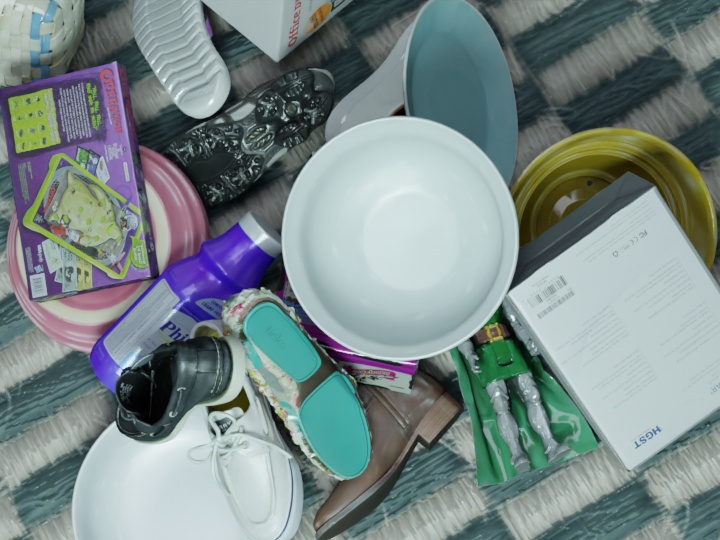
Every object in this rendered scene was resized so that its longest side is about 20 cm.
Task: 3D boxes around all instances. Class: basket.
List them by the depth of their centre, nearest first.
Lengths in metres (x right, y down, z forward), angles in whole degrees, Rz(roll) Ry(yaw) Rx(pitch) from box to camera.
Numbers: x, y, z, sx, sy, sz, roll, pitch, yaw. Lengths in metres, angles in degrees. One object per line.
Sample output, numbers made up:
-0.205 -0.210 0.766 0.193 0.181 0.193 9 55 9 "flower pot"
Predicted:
-0.366 -0.263 1.664 0.199 0.176 0.139 16 60 -2 "basket"

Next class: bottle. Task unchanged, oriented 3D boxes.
-0.150 0.033 1.553 0.200 0.084 0.065 -45 43 7 "bottle"

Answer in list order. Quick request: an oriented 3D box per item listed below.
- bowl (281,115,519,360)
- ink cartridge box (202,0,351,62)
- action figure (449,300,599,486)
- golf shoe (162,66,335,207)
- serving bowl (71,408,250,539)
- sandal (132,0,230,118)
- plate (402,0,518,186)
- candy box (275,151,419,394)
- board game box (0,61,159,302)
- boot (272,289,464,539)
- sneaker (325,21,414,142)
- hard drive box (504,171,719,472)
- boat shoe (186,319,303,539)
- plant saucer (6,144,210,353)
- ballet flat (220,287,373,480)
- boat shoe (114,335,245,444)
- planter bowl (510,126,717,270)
0.039 -0.026 1.468 0.200 0.090 0.202 0 90 11 "bowl"
-0.058 -0.330 1.632 0.145 0.147 0.200 41 67 15 "ink cartridge box"
0.124 0.081 1.549 0.118 0.055 0.200 -15 68 -19 "action figure"
-0.102 -0.127 1.644 0.200 0.095 0.078 -27 102 21 "golf shoe"
-0.151 0.214 1.541 0.199 0.066 0.201 -2 72 6 "serving bowl"
-0.171 -0.219 1.686 0.082 0.050 0.203 -31 54 18 "sandal"
0.085 -0.149 1.570 0.026 0.200 0.201 -8 70 34 "plate"
0.000 0.000 1.558 0.136 0.061 0.200 12 60 2 "candy box"
-0.257 -0.080 1.581 0.120 0.032 0.201 -11 83 16 "board game box"
-0.037 0.118 1.557 0.200 0.064 0.186 42 69 13 "boot"
0.059 -0.168 1.614 0.085 0.073 0.200 28 64 28 "sneaker"
0.230 0.044 1.486 0.156 0.077 0.200 -35 106 0 "hard drive box"
-0.107 0.134 1.470 0.074 0.086 0.202 -19 73 23 "boat shoe"
-0.240 -0.023 1.611 0.200 0.051 0.201 -2 83 13 "plant saucer"
-0.054 0.091 1.471 0.076 0.064 0.200 -38 117 -17 "ballet flat"
-0.170 0.099 1.446 0.066 0.199 0.075 6 74 -33 "boat shoe"
0.208 -0.034 1.547 0.200 0.083 0.201 -2 103 -10 "planter bowl"
